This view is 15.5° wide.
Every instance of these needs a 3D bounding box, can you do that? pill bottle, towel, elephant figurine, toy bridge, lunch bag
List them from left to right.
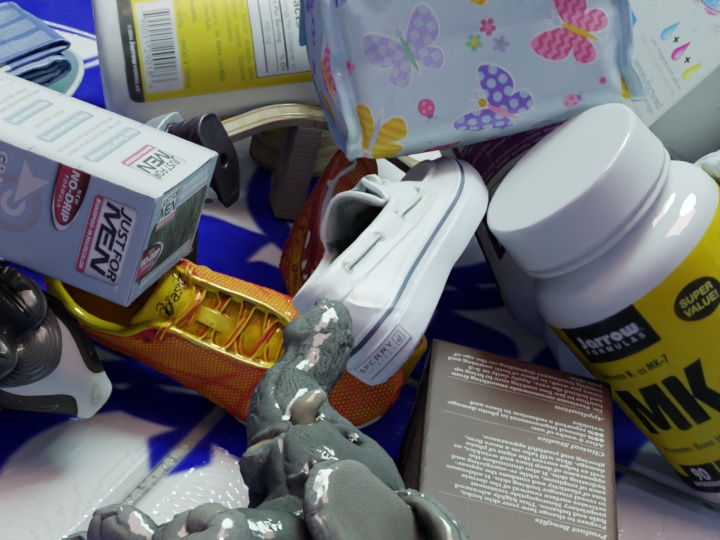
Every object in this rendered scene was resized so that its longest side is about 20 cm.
[{"bbox_3d":[-0.265,-0.096,1.462,0.199,0.024,0.147,-23,23,-14],"label":"towel"},{"bbox_3d":[-0.060,-0.139,1.606,0.199,0.112,0.111,-7,30,-5],"label":"pill bottle"},{"bbox_3d":[-0.039,-0.065,1.580,0.199,0.068,0.027,6,29,-18],"label":"toy bridge"},{"bbox_3d":[-0.022,0.122,1.156,0.141,0.156,0.200,9,27,42],"label":"elephant figurine"},{"bbox_3d":[0.052,-0.137,1.460,0.169,0.128,0.200,-11,7,-2],"label":"lunch bag"},{"bbox_3d":[0.122,-0.029,1.530,0.112,0.113,0.200,2,43,-23],"label":"pill bottle"},{"bbox_3d":[0.162,0.017,1.379,0.200,0.114,0.114,47,19,-20],"label":"pill bottle"}]

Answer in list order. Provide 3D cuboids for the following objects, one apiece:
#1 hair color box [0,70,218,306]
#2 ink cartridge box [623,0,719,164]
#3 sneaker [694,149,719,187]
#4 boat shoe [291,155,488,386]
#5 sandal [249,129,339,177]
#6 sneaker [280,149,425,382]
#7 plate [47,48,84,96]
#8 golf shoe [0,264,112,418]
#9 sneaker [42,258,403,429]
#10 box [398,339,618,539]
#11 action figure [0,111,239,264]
[{"bbox_3d":[-0.181,-0.055,1.303,0.199,0.061,0.099,20,20,9],"label":"hair color box"},{"bbox_3d":[0.229,-0.159,1.529,0.068,0.200,0.115,31,26,-39],"label":"ink cartridge box"},{"bbox_3d":[0.234,-0.062,1.416,0.078,0.099,0.200,46,-1,-8],"label":"sneaker"},{"bbox_3d":[0.014,-0.020,1.347,0.067,0.074,0.200,41,24,-10],"label":"boat shoe"},{"bbox_3d":[0.004,-0.122,1.704,0.077,0.070,0.212,26,29,21],"label":"sandal"},{"bbox_3d":[0.000,0.000,1.478,0.077,0.073,0.200,21,33,-16],"label":"sneaker"},{"bbox_3d":[-0.243,-0.072,1.454,0.199,0.026,0.200,-16,24,7],"label":"plate"},{"bbox_3d":[-0.196,0.029,1.338,0.094,0.078,0.200,38,-4,-36],"label":"golf shoe"},{"bbox_3d":[-0.075,0.034,1.351,0.199,0.073,0.077,17,-10,13],"label":"sneaker"},{"bbox_3d":[0.069,0.120,1.286,0.100,0.075,0.200,14,26,-3],"label":"box"},{"bbox_3d":[-0.167,-0.048,1.469,0.199,0.070,0.130,7,38,33],"label":"action figure"}]
